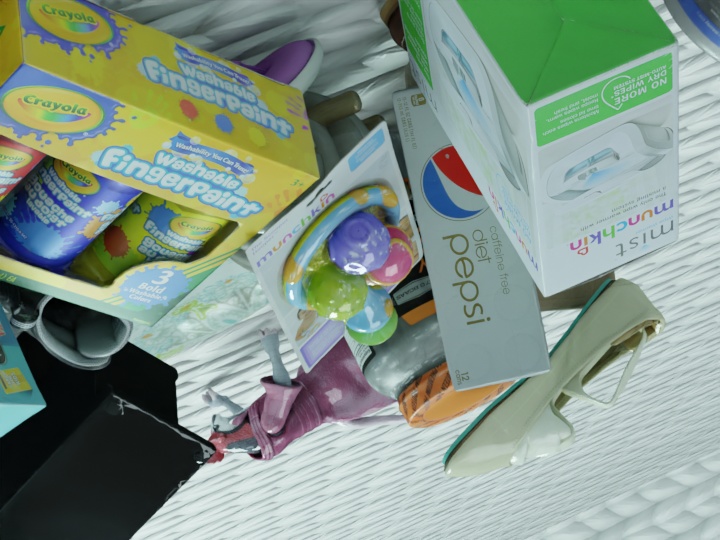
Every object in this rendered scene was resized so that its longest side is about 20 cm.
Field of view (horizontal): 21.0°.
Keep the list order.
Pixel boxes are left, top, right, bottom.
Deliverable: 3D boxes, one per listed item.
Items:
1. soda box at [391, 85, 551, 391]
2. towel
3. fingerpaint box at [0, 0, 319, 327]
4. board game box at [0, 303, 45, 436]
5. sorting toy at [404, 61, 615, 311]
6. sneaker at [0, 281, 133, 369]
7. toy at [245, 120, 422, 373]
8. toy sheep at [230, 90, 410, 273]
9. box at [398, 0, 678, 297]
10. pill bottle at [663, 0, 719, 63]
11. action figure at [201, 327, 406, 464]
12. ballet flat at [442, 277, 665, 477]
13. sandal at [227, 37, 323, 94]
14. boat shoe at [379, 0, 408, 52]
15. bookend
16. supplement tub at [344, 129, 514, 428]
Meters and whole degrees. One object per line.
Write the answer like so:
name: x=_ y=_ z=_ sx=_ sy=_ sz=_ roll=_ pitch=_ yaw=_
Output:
soda box: x=0.074 y=-0.026 z=1.285 sx=0.068 sy=0.201 sz=0.064 roll=-12 pitch=-179 yaw=5
towel: x=-0.130 y=0.006 z=1.451 sx=0.171 sy=0.048 sz=0.200 roll=-27 pitch=162 yaw=-2
fingerpaint box: x=-0.153 y=-0.060 z=1.095 sx=0.200 sy=0.074 sz=0.167 roll=21 pitch=133 yaw=-38
board game box: x=-0.307 y=0.069 z=1.209 sx=0.200 sy=0.151 sz=0.047 roll=-35 pitch=160 yaw=22
sorting toy: x=0.106 y=-0.061 z=1.405 sx=0.036 sy=0.186 sz=0.200 roll=-12 pitch=174 yaw=40
sneaker: x=-0.162 y=0.010 z=1.272 sx=0.200 sy=0.114 sz=0.076 roll=-2 pitch=127 yaw=-39
toy: x=0.000 y=0.000 z=1.219 sx=0.115 sy=0.047 sz=0.200 roll=-44 pitch=160 yaw=-11
toy sheep: x=-0.045 y=-0.058 z=1.267 sx=0.138 sy=0.138 sz=0.200 roll=-29 pitch=166 yaw=7
box: x=0.100 y=-0.121 z=1.118 sx=0.096 sy=0.200 sz=0.177 roll=-23 pitch=145 yaw=-8
pill bottle: x=0.303 y=-0.233 z=1.300 sx=0.114 sy=0.114 sz=0.200 roll=-8 pitch=154 yaw=-44
action figure: x=-0.055 y=0.126 z=1.743 sx=0.200 sy=0.149 sz=0.134 roll=-34 pitch=172 yaw=-24
ballet flat: x=0.145 y=0.089 z=1.402 sx=0.200 sy=0.069 sz=0.069 roll=-46 pitch=165 yaw=-11
sandal: x=-0.114 y=-0.090 z=1.199 sx=0.202 sy=0.083 sz=0.050 roll=-32 pitch=119 yaw=9
boat shoe: x=0.105 y=-0.163 z=1.286 sx=0.199 sy=0.070 sz=0.070 roll=-11 pitch=157 yaw=-37
bookend: x=-0.207 y=0.110 z=1.410 sx=0.092 sy=0.200 sz=0.199 roll=32 pitch=115 yaw=-28
supplement tub: x=0.035 y=0.007 z=1.438 sx=0.122 sy=0.200 sz=0.123 roll=-25 pitch=162 yaw=-9
